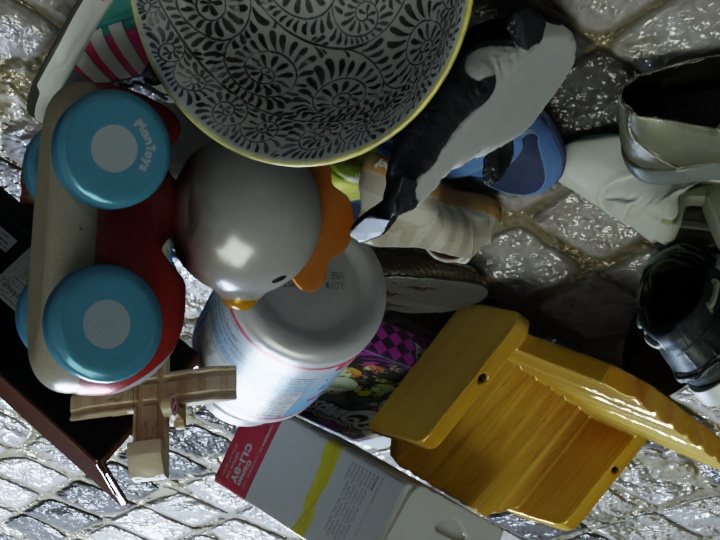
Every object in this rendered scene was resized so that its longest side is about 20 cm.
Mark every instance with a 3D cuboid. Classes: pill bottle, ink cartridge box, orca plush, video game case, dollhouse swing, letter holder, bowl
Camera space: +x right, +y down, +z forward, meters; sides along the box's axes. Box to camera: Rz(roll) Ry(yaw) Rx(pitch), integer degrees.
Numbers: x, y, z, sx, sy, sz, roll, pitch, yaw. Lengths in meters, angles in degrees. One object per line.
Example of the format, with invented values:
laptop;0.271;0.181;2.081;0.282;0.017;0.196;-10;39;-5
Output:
pill bottle;-0.061;0.044;0.929;0.107;0.110;0.200;18;154;-11
ink cartridge box;-0.003;0.195;1.085;0.199;0.084;0.145;22;172;45
orca plush;0.046;-0.092;0.736;0.071;0.201;0.106;25;150;25
video game case;0.001;0.097;1.115;0.199;0.036;0.180;24;148;-35
dollhouse swing;0.154;0.144;1.020;0.199;0.176;0.182;35;96;-37
letter holder;-0.217;0.061;0.949;0.199;0.101;0.143;38;159;14
bowl;-0.017;-0.160;0.690;0.198;0.204;0.094;-7;-174;26

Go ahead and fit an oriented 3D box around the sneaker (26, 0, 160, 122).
sneaker;-0.124;-0.131;0.813;0.120;0.084;0.200;33;141;-14

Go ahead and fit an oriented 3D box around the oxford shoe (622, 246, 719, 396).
oxford shoe;0.249;0.057;0.971;0.072;0.085;0.201;14;148;-8

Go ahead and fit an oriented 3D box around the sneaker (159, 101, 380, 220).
sneaker;-0.076;-0.057;0.908;0.197;0.077;0.106;7;147;5

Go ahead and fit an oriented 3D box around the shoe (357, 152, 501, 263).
shoe;0.042;-0.034;0.858;0.069;0.054;0.200;15;180;23

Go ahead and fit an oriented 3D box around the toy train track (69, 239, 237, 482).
toy train track;-0.140;0.036;0.854;0.113;0.202;0.033;-8;153;9

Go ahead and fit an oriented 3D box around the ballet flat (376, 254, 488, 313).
ballet flat;0.000;0.000;1.005;0.197;0.047;0.068;2;151;6

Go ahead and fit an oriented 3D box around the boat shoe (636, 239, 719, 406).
boat shoe;0.214;0.015;0.852;0.076;0.200;0.060;-43;103;13

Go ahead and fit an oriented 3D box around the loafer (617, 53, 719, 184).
loafer;0.236;-0.097;0.752;0.198;0.076;0.070;-11;145;31

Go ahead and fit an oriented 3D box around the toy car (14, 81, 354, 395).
toy car;-0.094;-0.015;0.772;0.197;0.180;0.184;3;179;-20

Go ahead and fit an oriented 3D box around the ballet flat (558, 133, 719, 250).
ballet flat;0.221;-0.044;0.845;0.197;0.070;0.070;8;147;6

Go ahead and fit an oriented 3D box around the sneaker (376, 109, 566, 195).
sneaker;0.049;-0.092;0.811;0.199;0.083;0.074;31;140;-29

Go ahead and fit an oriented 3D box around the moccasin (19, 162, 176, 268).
moccasin;-0.199;-0.011;1.010;0.073;0.079;0.202;0;145;18
